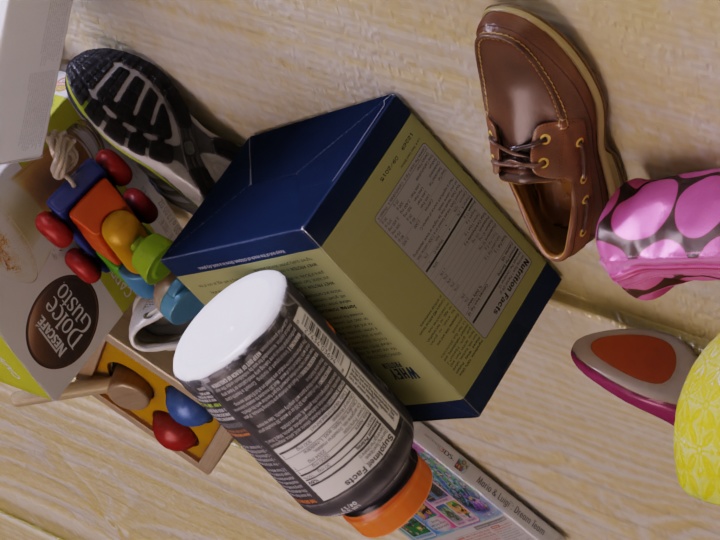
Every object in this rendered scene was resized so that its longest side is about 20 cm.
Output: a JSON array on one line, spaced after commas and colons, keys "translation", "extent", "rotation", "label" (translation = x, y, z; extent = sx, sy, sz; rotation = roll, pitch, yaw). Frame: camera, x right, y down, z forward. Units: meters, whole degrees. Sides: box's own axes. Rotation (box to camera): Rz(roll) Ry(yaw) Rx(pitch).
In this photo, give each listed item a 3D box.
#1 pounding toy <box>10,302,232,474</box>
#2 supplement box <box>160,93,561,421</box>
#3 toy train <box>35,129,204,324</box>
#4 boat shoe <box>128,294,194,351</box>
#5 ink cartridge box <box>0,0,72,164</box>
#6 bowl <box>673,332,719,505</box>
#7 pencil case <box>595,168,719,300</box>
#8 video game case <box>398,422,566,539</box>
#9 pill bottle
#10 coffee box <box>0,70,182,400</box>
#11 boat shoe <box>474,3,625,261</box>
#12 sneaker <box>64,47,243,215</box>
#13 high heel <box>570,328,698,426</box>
[{"translation": [-0.195, 0.093, 1.895], "extent": [0.199, 0.143, 0.184], "rotation": [34, 153, 0], "label": "pounding toy"}, {"translation": [0.000, 0.000, 1.531], "extent": [0.200, 0.135, 0.200], "rotation": [46, 151, -22], "label": "supplement box"}, {"translation": [-0.187, -0.034, 1.583], "extent": [0.116, 0.085, 0.200], "rotation": [38, 169, 24], "label": "toy train"}, {"translation": [-0.095, 0.030, 1.670], "extent": [0.199, 0.069, 0.071], "rotation": [-17, 116, 16], "label": "boat shoe"}, {"translation": [-0.301, -0.198, 1.483], "extent": [0.175, 0.084, 0.201], "rotation": [23, 109, 23], "label": "ink cartridge box"}, {"translation": [0.283, 0.061, 1.294], "extent": [0.200, 0.200, 0.108], "rotation": [-3, 107, 50], "label": "bowl"}, {"translation": [0.236, -0.021, 1.277], "extent": [0.199, 0.094, 0.091], "rotation": [-5, 132, 52], "label": "pencil case"}, {"translation": [0.078, 0.221, 1.934], "extent": [0.182, 0.024, 0.200], "rotation": [39, 154, -9], "label": "video game case"}, {"translation": [-0.033, 0.103, 1.468], "extent": [0.106, 0.106, 0.200], "rotation": [-6, 133, 52], "label": "pill bottle"}, {"translation": [-0.309, -0.043, 1.729], "extent": [0.199, 0.198, 0.200], "rotation": [16, 149, 38], "label": "coffee box"}, {"translation": [0.118, -0.085, 1.332], "extent": [0.072, 0.068, 0.201], "rotation": [14, 147, 35], "label": "boat shoe"}, {"translation": [-0.157, -0.095, 1.627], "extent": [0.200, 0.074, 0.081], "rotation": [42, 156, -12], "label": "sneaker"}, {"translation": [0.244, 0.110, 1.505], "extent": [0.199, 0.068, 0.096], "rotation": [22, 140, 17], "label": "high heel"}]
